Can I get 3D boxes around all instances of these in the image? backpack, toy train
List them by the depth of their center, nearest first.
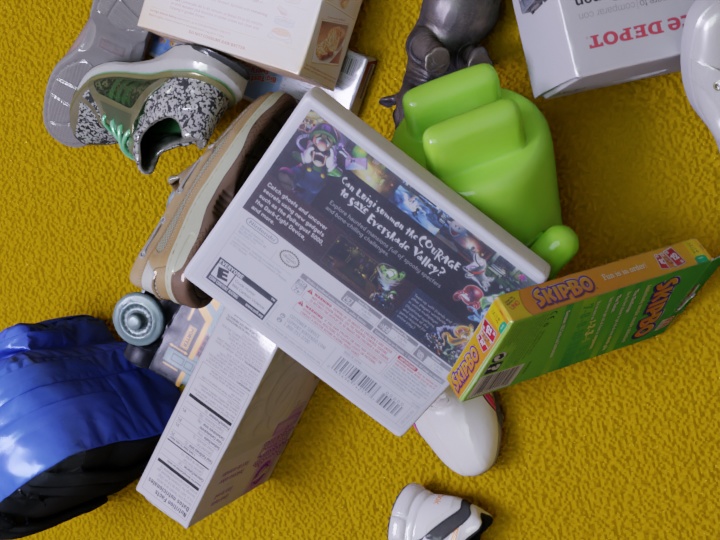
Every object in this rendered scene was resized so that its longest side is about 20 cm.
[{"bbox_3d":[-0.126,0.008,1.120,0.113,0.085,0.201,30,105,5],"label":"toy train"},{"bbox_3d":[-0.274,0.133,1.133,0.162,0.200,0.168,-43,78,23],"label":"backpack"}]

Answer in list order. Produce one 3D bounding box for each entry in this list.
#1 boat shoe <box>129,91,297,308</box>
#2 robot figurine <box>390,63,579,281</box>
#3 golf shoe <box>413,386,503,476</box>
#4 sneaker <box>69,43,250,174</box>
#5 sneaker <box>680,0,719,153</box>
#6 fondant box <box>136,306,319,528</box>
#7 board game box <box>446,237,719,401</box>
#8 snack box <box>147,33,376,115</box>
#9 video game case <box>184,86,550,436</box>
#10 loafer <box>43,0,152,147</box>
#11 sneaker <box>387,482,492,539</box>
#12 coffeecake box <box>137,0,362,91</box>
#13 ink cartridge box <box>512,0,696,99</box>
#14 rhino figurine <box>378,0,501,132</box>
[{"bbox_3d":[-0.116,-0.065,1.035,0.076,0.201,0.072,12,145,27],"label":"boat shoe"},{"bbox_3d":[0.085,-0.050,0.958,0.115,0.201,0.176,-22,46,-5],"label":"robot figurine"},{"bbox_3d":[0.046,0.071,1.037,0.072,0.092,0.201,-26,86,23],"label":"golf shoe"},{"bbox_3d":[-0.179,-0.120,1.078,0.199,0.077,0.089,-11,54,44],"label":"sneaker"},{"bbox_3d":[0.271,-0.090,0.874,0.072,0.085,0.201,-27,119,-2],"label":"sneaker"},{"bbox_3d":[-0.085,0.094,1.071,0.058,0.144,0.201,34,109,16],"label":"fondant box"},{"bbox_3d":[0.159,0.031,0.918,0.030,0.199,0.096,61,146,28],"label":"board game box"},{"bbox_3d":[-0.085,-0.178,1.106,0.199,0.024,0.072,26,107,20],"label":"snack box"},{"bbox_3d":[0.000,0.000,0.916,0.199,0.023,0.182,37,124,-4],"label":"video game case"},{"bbox_3d":[-0.213,-0.192,1.148,0.072,0.063,0.200,30,127,-8],"label":"loafer"},{"bbox_3d":[0.062,0.275,1.062,0.079,0.074,0.202,5,98,22],"label":"sneaker"},{"bbox_3d":[-0.069,-0.263,1.047,0.152,0.073,0.202,20,95,22],"label":"coffeecake box"},{"bbox_3d":[0.175,-0.234,0.912,0.146,0.086,0.202,-14,89,-11],"label":"ink cartridge box"},{"bbox_3d":[0.065,-0.171,1.010,0.059,0.088,0.201,20,109,-19],"label":"rhino figurine"}]
